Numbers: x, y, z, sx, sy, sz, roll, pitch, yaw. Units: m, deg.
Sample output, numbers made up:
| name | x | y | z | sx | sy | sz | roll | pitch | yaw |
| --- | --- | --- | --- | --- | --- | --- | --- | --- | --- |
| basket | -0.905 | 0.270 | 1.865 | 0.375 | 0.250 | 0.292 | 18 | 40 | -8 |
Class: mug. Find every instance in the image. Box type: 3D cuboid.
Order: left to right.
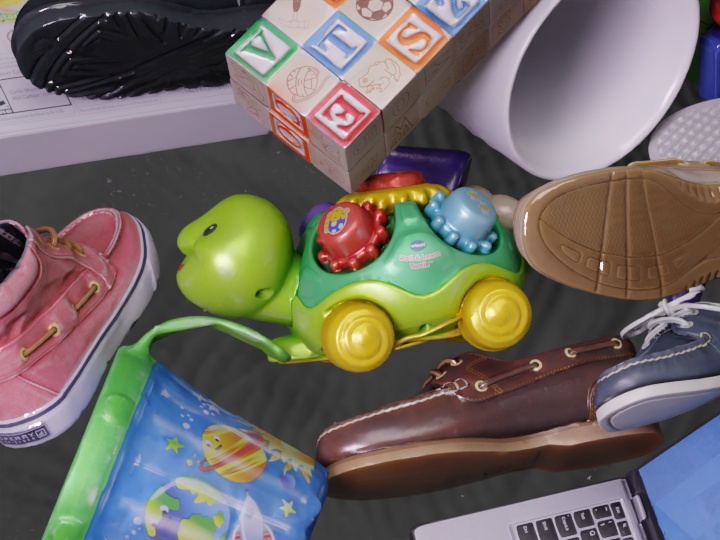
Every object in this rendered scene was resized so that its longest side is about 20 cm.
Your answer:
| name | x | y | z | sx | sy | sz | roll | pitch | yaw |
| --- | --- | --- | --- | --- | --- | --- | --- | --- | --- |
| mug | 0.068 | -0.157 | 1.654 | 0.200 | 0.148 | 0.175 | 2 | 28 | -44 |

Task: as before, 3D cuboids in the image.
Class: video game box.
| name | x | y | z | sx | sy | sz | roll | pitch | yaw |
| --- | --- | --- | --- | --- | --- | --- | --- | --- | --- |
| video game box | -0.169 | -0.146 | 1.677 | 0.199 | 0.047 | 0.183 | -10 | 59 | -30 |

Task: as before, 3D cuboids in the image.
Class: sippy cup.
| name | x | y | z | sx | sy | sz | roll | pitch | yaw |
| --- | --- | --- | --- | --- | --- | --- | --- | --- | --- |
| sippy cup | -0.091 | 0.125 | 1.493 | 0.130 | 0.178 | 0.140 | 21 | 29 | -4 |

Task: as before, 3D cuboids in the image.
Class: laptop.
| name | x | y | z | sx | sy | sz | roll | pitch | yaw |
| --- | --- | --- | --- | --- | --- | --- | --- | --- | --- |
| laptop | 0.151 | 0.174 | 1.475 | 0.199 | 0.116 | 0.188 | -12 | 63 | -12 |

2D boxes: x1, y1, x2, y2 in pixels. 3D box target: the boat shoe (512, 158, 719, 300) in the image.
| name | x | y | z | sx | sy | sz | roll | pitch | yaw |
| --- | --- | --- | --- | --- | --- | --- | --- | --- | --- |
| boat shoe | 0.163 | -0.025 | 1.573 | 0.199 | 0.069 | 0.074 | -1 | 97 | -28 |

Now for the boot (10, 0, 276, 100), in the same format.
| name | x | y | z | sx | sy | sz | roll | pitch | yaw |
| --- | --- | --- | --- | --- | --- | --- | --- | --- | --- |
| boot | -0.134 | -0.186 | 1.641 | 0.200 | 0.076 | 0.168 | -5 | 58 | -36 |

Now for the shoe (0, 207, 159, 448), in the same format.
| name | x | y | z | sx | sy | sz | roll | pitch | yaw |
| --- | --- | --- | --- | --- | --- | --- | --- | --- | --- |
| shoe | -0.168 | 0.002 | 1.546 | 0.071 | 0.091 | 0.200 | -12 | 30 | 21 |

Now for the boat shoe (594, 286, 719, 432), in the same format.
| name | x | y | z | sx | sy | sz | roll | pitch | yaw |
| --- | --- | --- | --- | --- | --- | --- | --- | --- | --- |
| boat shoe | 0.183 | 0.043 | 1.546 | 0.200 | 0.075 | 0.062 | -11 | 81 | -50 |

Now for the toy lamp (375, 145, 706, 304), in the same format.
| name | x | y | z | sx | sy | sz | roll | pitch | yaw |
| --- | --- | --- | --- | --- | --- | --- | --- | --- | --- |
| toy lamp | 0.104 | -0.024 | 1.644 | 0.199 | 0.058 | 0.058 | 19 | 57 | 8 |

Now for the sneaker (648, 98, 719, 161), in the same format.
| name | x | y | z | sx | sy | sz | roll | pitch | yaw |
| --- | --- | --- | --- | --- | --- | --- | --- | --- | --- |
| sneaker | 0.271 | -0.053 | 1.671 | 0.199 | 0.080 | 0.079 | 1 | 50 | 20 |

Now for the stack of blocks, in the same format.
| name | x | y | z | sx | sy | sz | roll | pitch | yaw |
| --- | --- | --- | --- | --- | --- | --- | --- | --- | --- |
| stack of blocks | 0.017 | -0.154 | 1.535 | 0.115 | 0.059 | 0.200 | 38 | 74 | 18 |

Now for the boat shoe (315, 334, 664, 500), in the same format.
| name | x | y | z | sx | sy | sz | roll | pitch | yaw |
| --- | --- | --- | --- | --- | --- | --- | --- | --- | --- |
| boat shoe | 0.066 | 0.079 | 1.565 | 0.199 | 0.070 | 0.071 | -7 | 70 | -21 |

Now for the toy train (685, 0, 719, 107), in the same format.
| name | x | y | z | sx | sy | sz | roll | pitch | yaw |
| --- | --- | --- | --- | --- | --- | --- | --- | --- | --- |
| toy train | 0.251 | -0.185 | 1.756 | 0.200 | 0.085 | 0.116 | -34 | 50 | -27 |

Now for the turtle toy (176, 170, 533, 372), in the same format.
| name | x | y | z | sx | sy | sz | roll | pitch | yaw |
| --- | --- | --- | --- | --- | --- | --- | --- | --- | --- |
| turtle toy | 0.000 | 0.000 | 1.553 | 0.199 | 0.146 | 0.101 | -8 | 92 | -10 |
